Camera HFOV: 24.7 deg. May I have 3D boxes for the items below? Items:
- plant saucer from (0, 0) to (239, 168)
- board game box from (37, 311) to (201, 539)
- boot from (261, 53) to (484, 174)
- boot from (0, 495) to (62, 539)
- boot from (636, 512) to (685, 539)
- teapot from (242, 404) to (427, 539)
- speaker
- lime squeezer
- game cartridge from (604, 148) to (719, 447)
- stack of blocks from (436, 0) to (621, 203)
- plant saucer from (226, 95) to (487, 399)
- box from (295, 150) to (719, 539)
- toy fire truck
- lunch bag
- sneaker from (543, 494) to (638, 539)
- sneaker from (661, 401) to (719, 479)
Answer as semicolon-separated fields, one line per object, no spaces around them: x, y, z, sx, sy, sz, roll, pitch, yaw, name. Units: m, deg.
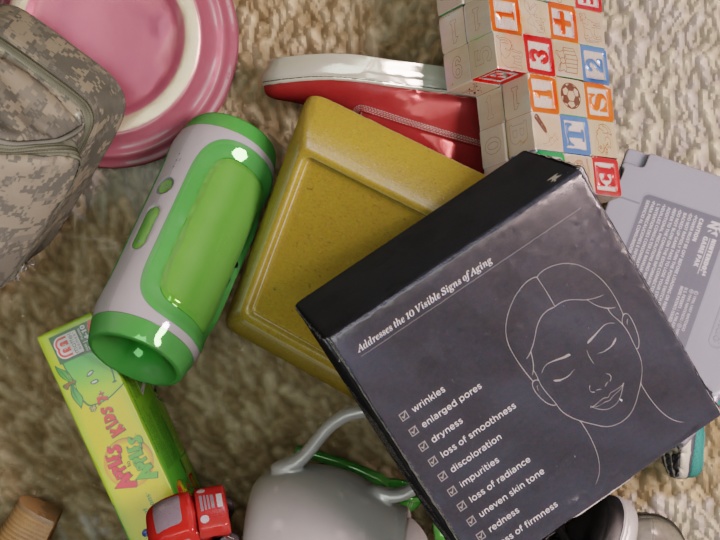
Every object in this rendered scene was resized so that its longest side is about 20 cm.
-0.195;-0.180;1.272;0.200;0.051;0.201;0;92;2;plant saucer
-0.176;0.128;1.263;0.048;0.102;0.200;-24;92;4;board game box
0.018;-0.090;1.263;0.199;0.072;0.145;7;95;-2;boot
-0.217;0.280;1.296;0.201;0.071;0.144;26;100;3;boot
0.229;0.293;1.245;0.068;0.131;0.201;1;93;1;boot
-0.004;0.230;1.208;0.146;0.200;0.198;-3;55;6;teapot
-0.130;-0.018;1.222;0.088;0.088;0.200;21;62;0;speaker
0.037;0.196;1.300;0.200;0.038;0.071;49;124;-2;lime squeezer
0.226;0.022;1.215;0.133;0.040;0.200;20;81;14;game cartridge
0.123;-0.148;1.212;0.115;0.059;0.201;2;78;-37;stack of blocks
0.000;0.000;1.205;0.200;0.048;0.200;27;108;21;plant saucer
0.096;0.058;1.099;0.200;0.124;0.197;-33;106;-5;box
-0.151;0.252;1.203;0.141;0.049;0.200;-10;124;-7;toy fire truck
-0.285;-0.070;1.195;0.139;0.168;0.200;38;121;1;lunch bag
0.119;0.241;1.260;0.112;0.073;0.200;33;95;-22;sneaker
0.276;0.066;1.263;0.079;0.078;0.200;13;93;-8;sneaker
